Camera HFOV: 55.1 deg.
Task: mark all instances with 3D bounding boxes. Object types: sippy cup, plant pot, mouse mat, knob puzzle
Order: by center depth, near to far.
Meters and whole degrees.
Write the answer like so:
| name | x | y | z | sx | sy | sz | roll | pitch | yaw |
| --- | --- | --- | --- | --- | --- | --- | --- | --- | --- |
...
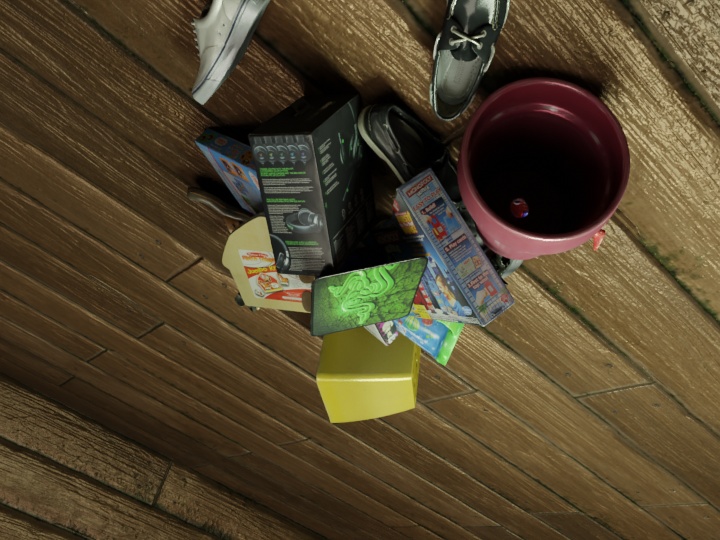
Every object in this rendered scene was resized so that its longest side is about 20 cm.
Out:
| name | x | y | z | sx | sy | sz | roll | pitch | yaw |
| --- | --- | --- | --- | --- | --- | --- | --- | --- | --- |
| plant pot | 0.213 | -0.103 | 0.862 | 0.195 | 0.205 | 0.180 | 14 | 163 | 7 |
| mouse mat | 0.007 | 0.041 | 0.959 | 0.157 | 0.008 | 0.201 | -12 | 154 | -10 |
| knob puzzle | -0.123 | -0.016 | 1.067 | 0.214 | 0.031 | 0.223 | 12 | 138 | 10 |
| sippy cup | 0.121 | 0.076 | 1.222 | 0.128 | 0.141 | 0.180 | 25 | 139 | 9 |
| plant pot | 0.027 | 0.175 | 1.357 | 0.171 | 0.204 | 0.202 | 4 | 146 | 10 |

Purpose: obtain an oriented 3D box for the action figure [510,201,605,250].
| name | x | y | z | sx | sy | sz | roll | pitch | yaw |
| --- | --- | --- | --- | --- | --- | --- | --- | --- | --- |
| action figure | 0.244 | -0.076 | 0.983 | 0.195 | 0.066 | 0.052 | 17 | 134 | 0 |

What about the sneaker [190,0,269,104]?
| name | x | y | z | sx | sy | sz | roll | pitch | yaw |
| --- | --- | --- | --- | --- | --- | --- | --- | --- | --- |
| sneaker | -0.182 | -0.299 | 0.884 | 0.070 | 0.074 | 0.200 | 36 | 136 | -10 |

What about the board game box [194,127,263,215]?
| name | x | y | z | sx | sy | sz | roll | pitch | yaw |
| --- | --- | --- | --- | --- | --- | --- | --- | --- | --- |
| board game box | -0.157 | -0.129 | 1.054 | 0.198 | 0.037 | 0.152 | 31 | 160 | 44 |

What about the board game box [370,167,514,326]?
| name | x | y | z | sx | sy | sz | roll | pitch | yaw |
| --- | --- | --- | --- | --- | --- | --- | --- | --- | --- |
| board game box | 0.095 | -0.031 | 0.948 | 0.203 | 0.061 | 0.199 | 63 | 161 | -11 |

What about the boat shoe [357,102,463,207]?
| name | x | y | z | sx | sy | sz | roll | pitch | yaw |
| --- | --- | --- | --- | --- | --- | --- | --- | --- | --- |
| boat shoe | 0.086 | -0.156 | 0.940 | 0.199 | 0.075 | 0.066 | 44 | 151 | -21 |

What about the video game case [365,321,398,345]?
| name | x | y | z | sx | sy | sz | roll | pitch | yaw |
| --- | --- | --- | --- | --- | --- | --- | --- | --- | --- |
| video game case | -0.030 | 0.022 | 1.204 | 0.199 | 0.036 | 0.183 | 37 | 162 | 42 |

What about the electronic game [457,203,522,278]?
| name | x | y | z | sx | sy | sz | roll | pitch | yaw |
| --- | --- | --- | --- | --- | --- | --- | --- | --- | --- |
| electronic game | 0.164 | -0.051 | 1.083 | 0.195 | 0.042 | 0.203 | 12 | 139 | 10 |

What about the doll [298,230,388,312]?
| name | x | y | z | sx | sy | sz | roll | pitch | yaw |
| --- | --- | --- | --- | --- | --- | --- | --- | --- | --- |
| doll | 0.000 | 0.000 | 1.025 | 0.197 | 0.140 | 0.048 | -12 | -173 | -40 |

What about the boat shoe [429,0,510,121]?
| name | x | y | z | sx | sy | sz | roll | pitch | yaw |
| --- | --- | --- | --- | --- | --- | --- | --- | --- | --- |
| boat shoe | 0.122 | -0.256 | 0.786 | 0.074 | 0.061 | 0.202 | 14 | 147 | 8 |

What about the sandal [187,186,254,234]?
| name | x | y | z | sx | sy | sz | roll | pitch | yaw |
| --- | --- | --- | --- | --- | --- | --- | --- | --- | --- |
| sandal | -0.215 | -0.081 | 1.195 | 0.197 | 0.056 | 0.082 | 27 | 179 | -10 |

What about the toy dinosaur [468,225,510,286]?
| name | x | y | z | sx | sy | sz | roll | pitch | yaw |
| --- | --- | --- | --- | --- | --- | --- | --- | --- | --- |
| toy dinosaur | 0.153 | -0.009 | 1.053 | 0.133 | 0.104 | 0.200 | 12 | 160 | 31 |

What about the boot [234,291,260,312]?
| name | x | y | z | sx | sy | sz | roll | pitch | yaw |
| --- | --- | --- | --- | --- | --- | --- | --- | --- | --- |
| boot | -0.133 | 0.026 | 1.172 | 0.078 | 0.138 | 0.199 | 53 | 164 | -13 |

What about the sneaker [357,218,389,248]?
| name | x | y | z | sx | sy | sz | roll | pitch | yaw |
| --- | --- | --- | --- | --- | --- | --- | --- | --- | --- |
| sneaker | 0.016 | -0.007 | 1.186 | 0.070 | 0.081 | 0.200 | 24 | 147 | -9 |

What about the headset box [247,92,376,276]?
| name | x | y | z | sx | sy | sz | roll | pitch | yaw |
| --- | --- | --- | --- | --- | --- | --- | --- | --- | --- |
| headset box | -0.057 | -0.124 | 0.915 | 0.090 | 0.175 | 0.204 | 2 | 120 | 21 |
